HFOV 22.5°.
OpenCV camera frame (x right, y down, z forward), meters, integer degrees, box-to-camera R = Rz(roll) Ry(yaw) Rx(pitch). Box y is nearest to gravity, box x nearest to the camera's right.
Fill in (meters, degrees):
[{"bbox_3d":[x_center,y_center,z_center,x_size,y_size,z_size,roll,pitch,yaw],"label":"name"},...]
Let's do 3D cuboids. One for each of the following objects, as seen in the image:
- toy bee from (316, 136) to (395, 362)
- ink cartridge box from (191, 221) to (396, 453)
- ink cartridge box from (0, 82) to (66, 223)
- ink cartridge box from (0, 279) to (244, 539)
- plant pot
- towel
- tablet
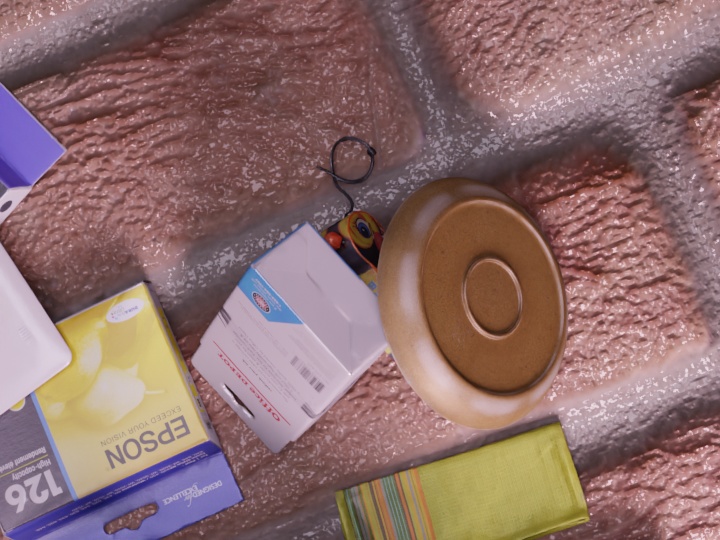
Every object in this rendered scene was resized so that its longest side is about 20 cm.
[{"bbox_3d":[0.000,0.000,1.460,0.200,0.109,0.131,44,117,17],"label":"toy bee"},{"bbox_3d":[-0.056,0.058,1.451,0.116,0.200,0.067,47,60,4],"label":"ink cartridge box"},{"bbox_3d":[-0.389,-0.100,1.559,0.198,0.043,0.200,44,92,9],"label":"ink cartridge box"},{"bbox_3d":[-0.226,0.140,1.520,0.197,0.047,0.201,-25,81,5],"label":"ink cartridge box"},{"bbox_3d":[0.097,0.023,1.418,0.027,0.199,0.202,-15,83,49],"label":"plant pot"},{"bbox_3d":[0.082,0.194,1.485,0.199,0.018,0.087,-19,85,6],"label":"towel"},{"bbox_3d":[-0.343,0.029,1.517,0.130,0.014,0.201,-35,83,7],"label":"tablet"}]
